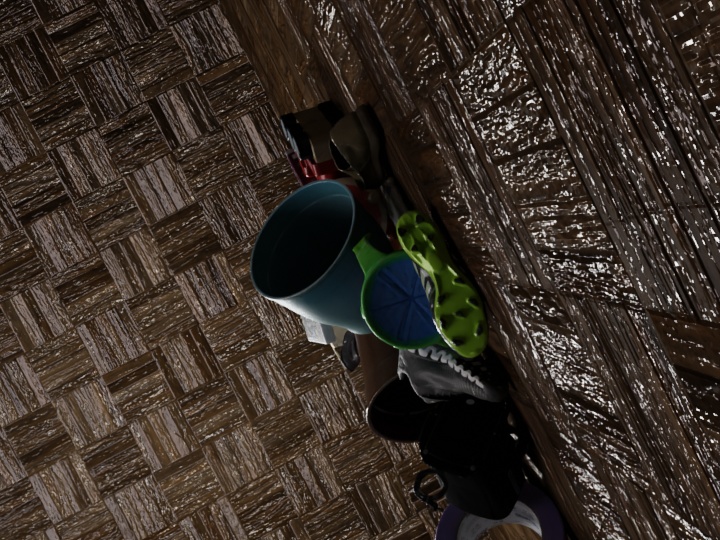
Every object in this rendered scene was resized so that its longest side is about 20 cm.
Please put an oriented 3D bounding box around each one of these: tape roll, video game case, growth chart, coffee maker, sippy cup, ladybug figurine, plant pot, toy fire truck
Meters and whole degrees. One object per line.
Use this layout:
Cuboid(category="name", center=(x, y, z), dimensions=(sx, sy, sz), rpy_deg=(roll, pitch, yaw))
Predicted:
Cuboid(category="tape roll", center=(0.219, 0.427, 1.500), dimensions=(0.200, 0.199, 0.085), rpy_deg=(59, 175, 47))
Cuboid(category="video game case", center=(-0.094, 0.037, 1.718), dimensions=(0.200, 0.023, 0.183), rpy_deg=(168, 85, -78))
Cuboid(category="growth chart", center=(0.060, -0.082, 1.505), dimensions=(0.145, 0.018, 0.200), rpy_deg=(63, 177, 2))
Cuboid(category="coffee maker", center=(0.156, 0.286, 1.447), dimensions=(0.135, 0.192, 0.200), rpy_deg=(39, 165, 36))
Cuboid(category="sippy cup", center=(0.070, 0.028, 1.354), dimensions=(0.130, 0.139, 0.179), rpy_deg=(-71, -30, -79))
Cuboid(category="ladybug figurine", center=(-0.032, -0.075, 1.605), dimensions=(0.136, 0.072, 0.200), rpy_deg=(50, 141, 2))
Cuboid(category="plant pot", center=(-0.031, -0.004, 1.482), dimensions=(0.188, 0.200, 0.200), rpy_deg=(37, -166, -40))
Cuboid(category="plant pot", center=(0.080, 0.136, 1.579), dimensions=(0.201, 0.199, 0.199), rpy_deg=(66, -177, -48))
Cuboid(category="toy fire truck", center=(-0.044, -0.177, 1.701), dimensions=(0.176, 0.128, 0.201), rpy_deg=(-123, 16, -61))

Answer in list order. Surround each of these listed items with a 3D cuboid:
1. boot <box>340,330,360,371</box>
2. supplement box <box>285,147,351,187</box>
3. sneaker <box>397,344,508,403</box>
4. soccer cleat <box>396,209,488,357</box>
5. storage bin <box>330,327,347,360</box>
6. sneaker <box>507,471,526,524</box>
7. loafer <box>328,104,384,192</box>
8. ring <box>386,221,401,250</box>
Cuboid(category="boot", center=(0.028, 0.089, 1.802), dimensions=(0.070, 0.131, 0.200), rpy_deg=(48, -144, -14))
Cuboid(category="supplement box", center=(-0.052, -0.161, 1.841), dimensions=(0.201, 0.108, 0.061), rpy_deg=(62, 176, 32))
Cuboid(category="sneaker", center=(0.124, 0.152, 1.374), dimensions=(0.200, 0.066, 0.091), rpy_deg=(26, 111, 41))
Cuboid(category="soccer cleat", center=(0.108, 0.015, 1.227), dimensions=(0.201, 0.067, 0.081), rpy_deg=(64, -167, 12))
Cuboid(category="storage bin", center=(0.018, 0.085, 1.953), dimensions=(0.094, 0.198, 0.200), rpy_deg=(58, 176, 12))
Cuboid(category="sneaker", center=(0.257, 0.367, 1.672), dimensions=(0.200, 0.074, 0.091), rpy_deg=(67, -168, -57))
Cuboid(category="loafer", center=(-0.009, -0.169, 1.393), dimensions=(0.200, 0.067, 0.076), rpy_deg=(80, 172, -68))
Cuboid(category="ring", center=(0.000, 0.000, 1.649), dimensions=(0.019, 0.201, 0.200), rpy_deg=(33, -172, -22))
